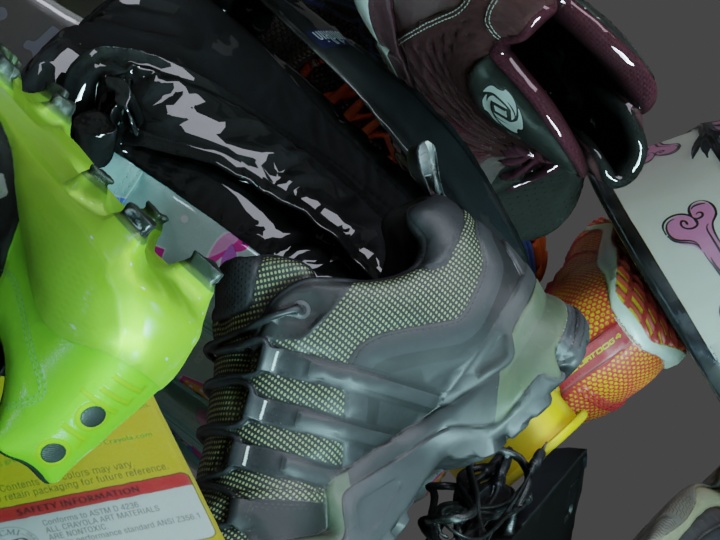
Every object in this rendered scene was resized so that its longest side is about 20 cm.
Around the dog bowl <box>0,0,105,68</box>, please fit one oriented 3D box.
[{"bbox_3d":[-0.128,-0.120,1.144,0.200,0.059,0.200,31,25,-17],"label":"dog bowl"}]

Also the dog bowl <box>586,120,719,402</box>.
[{"bbox_3d":[0.174,0.024,1.139,0.201,0.074,0.200,56,8,-12],"label":"dog bowl"}]

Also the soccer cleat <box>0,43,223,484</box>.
[{"bbox_3d":[-0.109,-0.015,0.796,0.067,0.081,0.200,38,6,-38],"label":"soccer cleat"}]

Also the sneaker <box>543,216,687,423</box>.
[{"bbox_3d":[0.093,0.024,1.186,0.073,0.077,0.200,57,9,5],"label":"sneaker"}]

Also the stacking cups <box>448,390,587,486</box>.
[{"bbox_3d":[0.000,0.000,1.078,0.200,0.060,0.060,49,25,4],"label":"stacking cups"}]

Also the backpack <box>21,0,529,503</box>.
[{"bbox_3d":[-0.036,-0.004,0.988,0.200,0.127,0.167,38,32,-2],"label":"backpack"}]

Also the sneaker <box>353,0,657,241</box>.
[{"bbox_3d":[0.066,-0.049,1.029,0.115,0.076,0.200,40,-10,35],"label":"sneaker"}]

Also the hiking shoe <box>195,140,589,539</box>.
[{"bbox_3d":[-0.026,0.049,0.876,0.200,0.076,0.101,-40,90,-24],"label":"hiking shoe"}]

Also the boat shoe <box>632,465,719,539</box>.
[{"bbox_3d":[0.135,0.125,1.062,0.073,0.075,0.200,43,26,11],"label":"boat shoe"}]

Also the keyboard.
[{"bbox_3d":[0.032,0.106,0.943,0.039,0.105,0.200,15,19,15],"label":"keyboard"}]

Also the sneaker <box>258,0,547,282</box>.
[{"bbox_3d":[0.014,-0.044,1.135,0.200,0.075,0.079,52,30,-25],"label":"sneaker"}]

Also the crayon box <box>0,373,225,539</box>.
[{"bbox_3d":[-0.116,0.064,0.794,0.126,0.051,0.200,-9,47,-23],"label":"crayon box"}]
